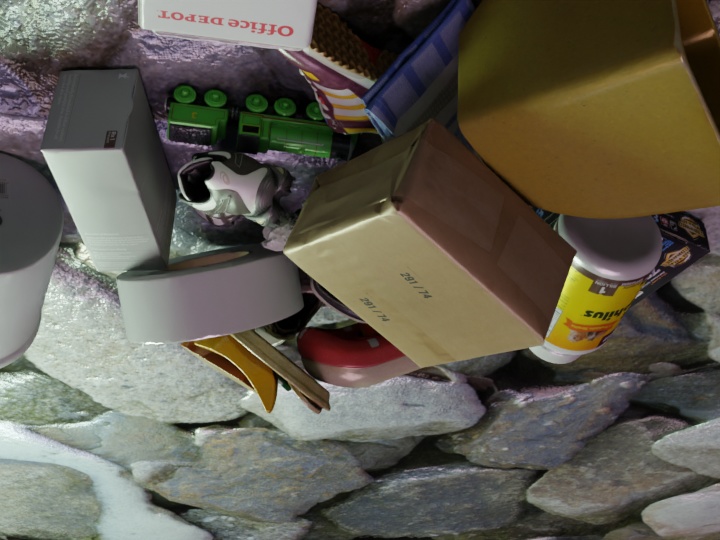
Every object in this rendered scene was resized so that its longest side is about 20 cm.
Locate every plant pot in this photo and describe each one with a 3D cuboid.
[{"bbox_3d":[0.192,-0.158,0.884,0.199,0.197,0.194,-16,142,27],"label":"plant pot"}]

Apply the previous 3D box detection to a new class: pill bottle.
[{"bbox_3d":[0.237,0.016,1.121,0.108,0.110,0.201,6,144,-7],"label":"pill bottle"}]

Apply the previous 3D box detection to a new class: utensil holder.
[{"bbox_3d":[-0.418,-0.007,1.137,0.169,0.171,0.200,14,142,-19],"label":"utensil holder"}]

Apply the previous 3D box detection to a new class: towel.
[{"bbox_3d":[0.093,-0.140,0.980,0.147,0.024,0.200,-48,135,-7],"label":"towel"}]

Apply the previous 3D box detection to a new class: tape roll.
[{"bbox_3d":[-0.164,0.022,1.155,0.200,0.071,0.202,-10,-173,1],"label":"tape roll"}]

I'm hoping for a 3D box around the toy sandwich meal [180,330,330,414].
[{"bbox_3d":[-0.125,0.119,1.250,0.205,0.070,0.205,38,174,4],"label":"toy sandwich meal"}]

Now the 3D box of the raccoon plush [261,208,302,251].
[{"bbox_3d":[0.000,0.000,1.113,0.199,0.134,0.097,-19,141,-42],"label":"raccoon plush"}]

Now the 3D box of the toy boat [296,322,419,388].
[{"bbox_3d":[0.017,0.059,1.271,0.198,0.132,0.130,-17,-169,-18],"label":"toy boat"}]

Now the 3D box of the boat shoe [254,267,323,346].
[{"bbox_3d":[-0.093,0.049,1.301,0.071,0.060,0.200,16,143,-20],"label":"boat shoe"}]

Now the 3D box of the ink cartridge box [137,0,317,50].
[{"bbox_3d":[-0.097,-0.278,0.811,0.144,0.084,0.201,6,145,-7],"label":"ink cartridge box"}]

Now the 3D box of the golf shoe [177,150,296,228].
[{"bbox_3d":[-0.143,-0.090,1.043,0.094,0.078,0.200,18,172,-28],"label":"golf shoe"}]

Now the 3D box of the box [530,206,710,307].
[{"bbox_3d":[0.258,-0.019,1.205,0.197,0.050,0.200,19,141,-25],"label":"box"}]

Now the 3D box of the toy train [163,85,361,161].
[{"bbox_3d":[-0.095,-0.141,1.032,0.198,0.057,0.042,7,145,-7],"label":"toy train"}]

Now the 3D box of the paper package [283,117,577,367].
[{"bbox_3d":[0.060,-0.017,0.947,0.200,0.104,0.190,39,150,-23],"label":"paper package"}]

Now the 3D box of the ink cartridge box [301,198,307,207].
[{"bbox_3d":[0.049,-0.062,1.057,0.199,0.039,0.100,-26,113,-7],"label":"ink cartridge box"}]

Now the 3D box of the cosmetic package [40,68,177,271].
[{"bbox_3d":[-0.247,-0.097,1.058,0.089,0.108,0.201,-2,143,5],"label":"cosmetic package"}]

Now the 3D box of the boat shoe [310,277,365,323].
[{"bbox_3d":[0.039,0.032,1.199,0.199,0.072,0.068,22,162,0],"label":"boat shoe"}]

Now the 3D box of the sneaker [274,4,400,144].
[{"bbox_3d":[-0.024,-0.174,0.968,0.199,0.075,0.090,25,134,-29],"label":"sneaker"}]
